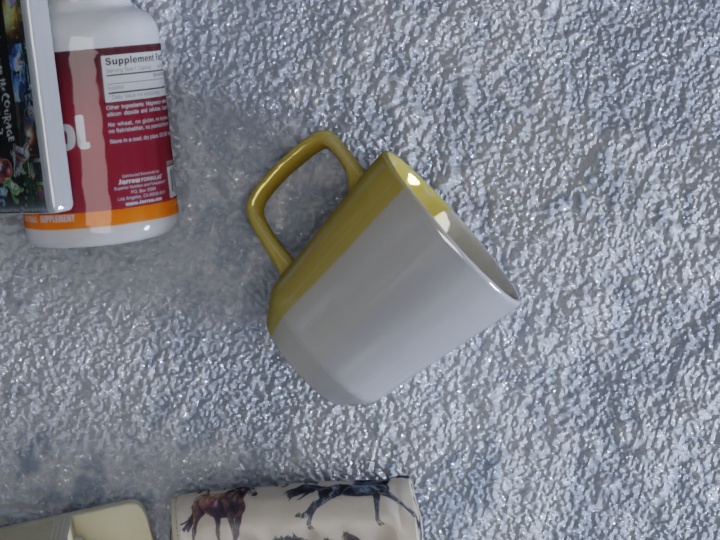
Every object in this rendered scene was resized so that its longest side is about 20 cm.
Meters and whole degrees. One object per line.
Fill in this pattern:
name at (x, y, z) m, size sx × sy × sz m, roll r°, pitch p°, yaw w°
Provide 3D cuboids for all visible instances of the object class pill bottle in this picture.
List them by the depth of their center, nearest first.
pill bottle at (-0.195, -0.122, 1.269) m, size 0.112 × 0.113 × 0.201 m, roll -6°, pitch 98°, yaw -5°

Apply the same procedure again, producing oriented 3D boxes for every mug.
mug at (0.007, 0.007, 1.315) m, size 0.153 × 0.187 × 0.149 m, roll -42°, pitch 133°, yaw 10°

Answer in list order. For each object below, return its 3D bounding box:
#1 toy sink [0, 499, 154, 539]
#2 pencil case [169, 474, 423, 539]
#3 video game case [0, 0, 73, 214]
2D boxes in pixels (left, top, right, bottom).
toy sink at (-0.243, 0.262, 1.299) m, size 0.199 × 0.112 × 0.131 m, roll -11°, pitch 99°, yaw -5°
pencil case at (-0.044, 0.206, 1.348) m, size 0.199 × 0.078 × 0.090 m, roll -4°, pitch 111°, yaw -5°
video game case at (-0.280, -0.139, 1.245) m, size 0.181 × 0.023 × 0.201 m, roll 1°, pitch 100°, yaw 39°
